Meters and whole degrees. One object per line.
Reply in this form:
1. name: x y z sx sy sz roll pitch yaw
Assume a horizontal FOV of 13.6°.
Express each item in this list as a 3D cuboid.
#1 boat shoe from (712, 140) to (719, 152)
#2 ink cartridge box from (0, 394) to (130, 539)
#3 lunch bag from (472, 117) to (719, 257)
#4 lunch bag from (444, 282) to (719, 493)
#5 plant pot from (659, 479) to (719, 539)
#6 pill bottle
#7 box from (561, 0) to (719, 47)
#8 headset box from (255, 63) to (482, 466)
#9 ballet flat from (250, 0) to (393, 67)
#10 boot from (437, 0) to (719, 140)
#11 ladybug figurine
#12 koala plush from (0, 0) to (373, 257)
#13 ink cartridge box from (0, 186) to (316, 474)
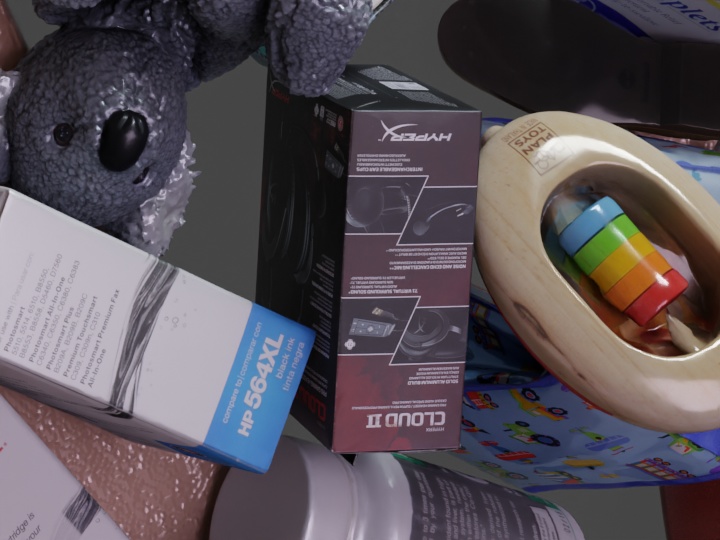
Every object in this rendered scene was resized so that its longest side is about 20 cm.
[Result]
1. boat shoe: 0.272 -0.002 1.870 0.200 0.071 0.064 49 68 -30
2. ink cartridge box: -0.194 0.174 1.561 0.146 0.084 0.200 -49 120 -20
3. lunch bag: 0.143 -0.037 1.724 0.199 0.161 0.083 4 96 -37
4. lunch bag: 0.116 0.072 1.692 0.150 0.200 0.094 29 79 -33
5. plant pot: 0.295 0.147 1.801 0.199 0.200 0.177 25 68 -33
6. pill bottle: 0.022 0.161 1.691 0.199 0.113 0.114 20 84 -35
7. box: 0.231 -0.186 1.737 0.184 0.200 0.105 24 71 -33
8. headset box: 0.000 0.000 1.595 0.077 0.149 0.201 0 104 -19
9. ballet flat: 0.017 -0.181 1.678 0.200 0.074 0.074 -48 118 -21
10. boot: 0.135 -0.109 1.762 0.199 0.075 0.074 13 77 -10
11. ladybug figurine: 0.130 0.005 1.569 0.136 0.072 0.200 -33 77 -26
12. koala plush: -0.121 -0.108 1.559 0.177 0.184 0.201 18 106 -25
13. ink cartridge box: -0.147 0.026 1.540 0.200 0.146 0.085 27 80 -34
